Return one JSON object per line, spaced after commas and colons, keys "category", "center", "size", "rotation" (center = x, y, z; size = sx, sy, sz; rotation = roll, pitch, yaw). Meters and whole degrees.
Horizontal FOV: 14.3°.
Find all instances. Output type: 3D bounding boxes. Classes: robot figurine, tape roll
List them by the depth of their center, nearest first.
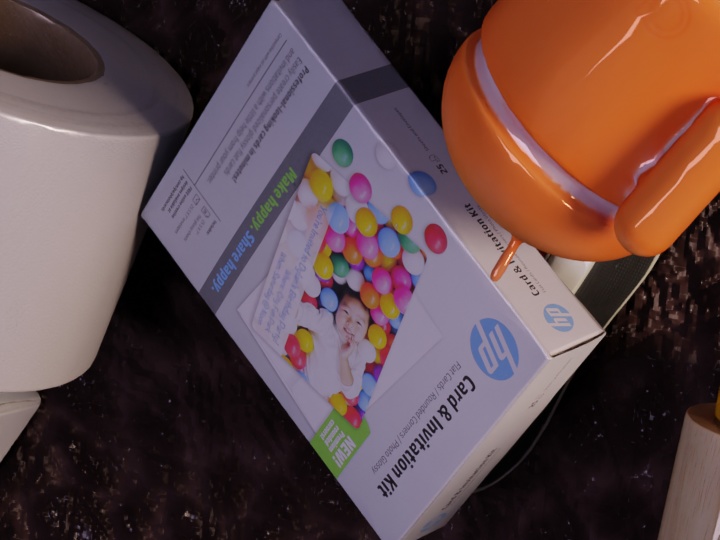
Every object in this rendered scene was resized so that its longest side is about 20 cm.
{"category": "robot figurine", "center": [0.111, -0.085, 1.132], "size": [0.200, 0.117, 0.144], "rotation": [-46, 74, 29]}
{"category": "tape roll", "center": [-0.195, -0.053, 1.358], "size": [0.202, 0.202, 0.139], "rotation": [34, 112, 26]}

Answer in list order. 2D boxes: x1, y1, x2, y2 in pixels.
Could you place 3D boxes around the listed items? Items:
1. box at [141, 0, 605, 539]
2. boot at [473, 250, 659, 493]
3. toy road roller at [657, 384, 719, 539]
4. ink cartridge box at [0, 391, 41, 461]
{"category": "box", "center": [0.000, 0.000, 1.253], "size": [0.200, 0.041, 0.156], "rotation": [52, 136, 16]}
{"category": "boot", "center": [0.051, -0.019, 1.279], "size": [0.144, 0.072, 0.200], "rotation": [45, 121, 23]}
{"category": "toy road roller", "center": [0.196, 0.123, 1.150], "size": [0.200, 0.146, 0.123], "rotation": [18, 105, 31]}
{"category": "ink cartridge box", "center": [-0.280, 0.054, 1.495], "size": [0.200, 0.083, 0.147], "rotation": [48, 118, 21]}
